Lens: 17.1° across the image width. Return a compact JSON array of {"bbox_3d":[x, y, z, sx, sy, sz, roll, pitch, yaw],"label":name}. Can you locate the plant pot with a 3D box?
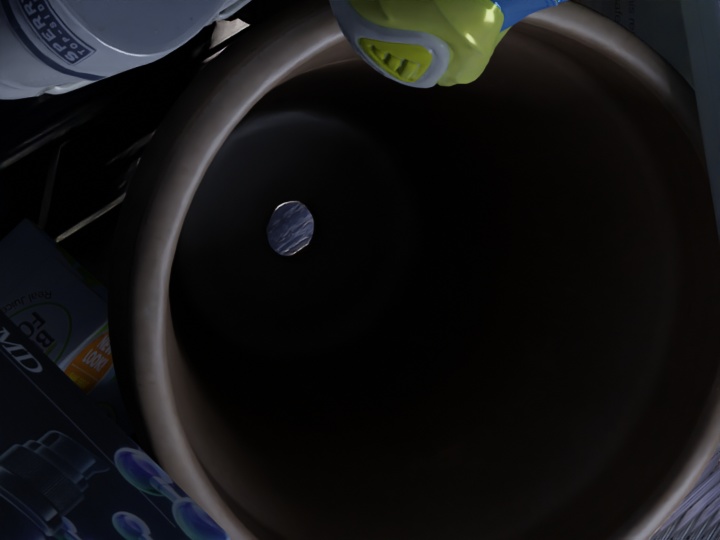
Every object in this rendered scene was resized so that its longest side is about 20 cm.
[{"bbox_3d":[0.000,0.000,0.781,0.200,0.200,0.175,-46,-159,-8],"label":"plant pot"}]

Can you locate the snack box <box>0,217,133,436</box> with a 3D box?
[{"bbox_3d":[-0.159,0.089,0.820,0.200,0.053,0.142,-44,164,-14],"label":"snack box"}]

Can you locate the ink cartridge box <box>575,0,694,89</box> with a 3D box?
[{"bbox_3d":[0.112,-0.054,0.842,0.085,0.146,0.200,-4,-177,-29],"label":"ink cartridge box"}]

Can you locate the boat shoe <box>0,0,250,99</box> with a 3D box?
[{"bbox_3d":[-0.044,-0.110,0.672,0.065,0.074,0.200,-22,-168,44],"label":"boat shoe"}]

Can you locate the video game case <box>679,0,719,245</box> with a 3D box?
[{"bbox_3d":[0.179,-0.041,0.755,0.182,0.200,0.022,-16,-171,-35],"label":"video game case"}]

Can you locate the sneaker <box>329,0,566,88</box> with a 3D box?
[{"bbox_3d":[0.060,-0.141,0.661,0.076,0.105,0.200,35,57,-36],"label":"sneaker"}]

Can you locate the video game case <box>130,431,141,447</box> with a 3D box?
[{"bbox_3d":[-0.087,0.139,0.821,0.200,0.025,0.181,-58,164,-73],"label":"video game case"}]

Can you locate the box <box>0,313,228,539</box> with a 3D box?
[{"bbox_3d":[-0.158,0.079,0.616,0.107,0.148,0.200,-55,162,23],"label":"box"}]

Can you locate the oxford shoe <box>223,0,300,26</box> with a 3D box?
[{"bbox_3d":[0.035,-0.131,0.781,0.200,0.073,0.071,-39,161,-26],"label":"oxford shoe"}]
